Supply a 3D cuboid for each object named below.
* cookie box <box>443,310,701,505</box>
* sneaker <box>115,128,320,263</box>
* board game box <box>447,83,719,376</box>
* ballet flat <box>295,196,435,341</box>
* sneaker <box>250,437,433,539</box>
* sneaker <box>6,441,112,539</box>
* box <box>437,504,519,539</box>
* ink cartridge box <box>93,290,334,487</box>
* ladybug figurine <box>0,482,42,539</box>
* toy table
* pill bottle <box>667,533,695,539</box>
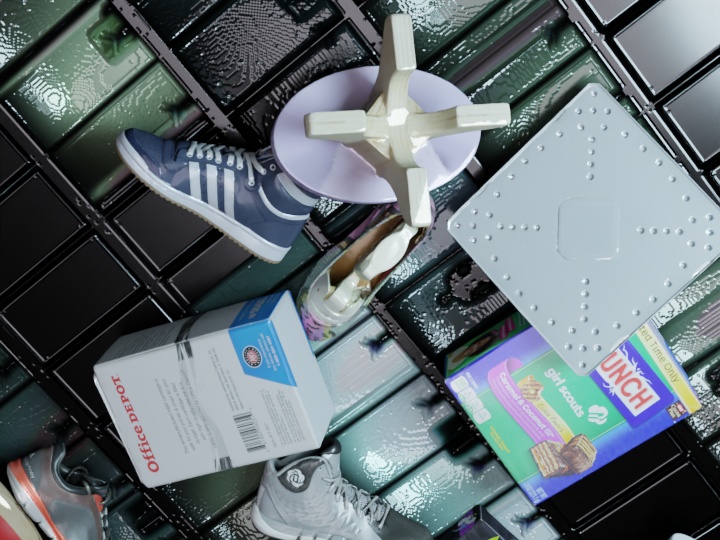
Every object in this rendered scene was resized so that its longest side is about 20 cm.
[{"bbox_3d":[0.212,0.111,1.253,0.199,0.075,0.172,-34,103,13],"label":"cookie box"},{"bbox_3d":[-0.128,-0.102,1.193,0.199,0.070,0.109,34,113,-16],"label":"sneaker"},{"bbox_3d":[0.217,-0.038,1.174,0.200,0.026,0.200,-44,77,11],"label":"board game box"},{"bbox_3d":[0.000,0.000,1.225,0.069,0.071,0.200,39,107,-12],"label":"ballet flat"},{"bbox_3d":[-0.013,0.238,1.312,0.199,0.075,0.116,11,108,0],"label":"sneaker"},{"bbox_3d":[-0.295,0.269,1.337,0.082,0.077,0.201,-33,117,-7],"label":"sneaker"},{"bbox_3d":[0.111,0.371,1.373,0.143,0.036,0.200,42,108,-12],"label":"box"},{"bbox_3d":[-0.147,0.121,1.257,0.199,0.084,0.147,-14,108,17],"label":"ink cartridge box"},{"bbox_3d":[-0.410,0.274,1.318,0.135,0.072,0.201,-10,118,43],"label":"ladybug figurine"},{"bbox_3d":[0.027,-0.127,1.122,0.199,0.117,0.185,-17,92,-14],"label":"toy table"},{"bbox_3d":[0.305,0.383,1.326,0.114,0.114,0.200,33,108,-9],"label":"pill bottle"}]
